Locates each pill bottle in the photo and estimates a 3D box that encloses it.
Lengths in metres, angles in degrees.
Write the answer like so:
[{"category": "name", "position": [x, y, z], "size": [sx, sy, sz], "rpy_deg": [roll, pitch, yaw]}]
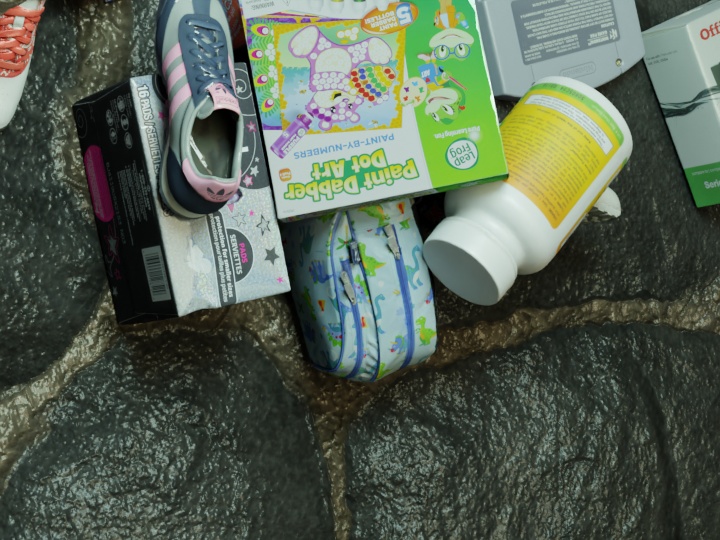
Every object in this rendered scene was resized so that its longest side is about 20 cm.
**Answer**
[{"category": "pill bottle", "position": [0.144, -0.068, 1.536], "size": [0.111, 0.111, 0.200], "rpy_deg": [49, 64, -19]}]

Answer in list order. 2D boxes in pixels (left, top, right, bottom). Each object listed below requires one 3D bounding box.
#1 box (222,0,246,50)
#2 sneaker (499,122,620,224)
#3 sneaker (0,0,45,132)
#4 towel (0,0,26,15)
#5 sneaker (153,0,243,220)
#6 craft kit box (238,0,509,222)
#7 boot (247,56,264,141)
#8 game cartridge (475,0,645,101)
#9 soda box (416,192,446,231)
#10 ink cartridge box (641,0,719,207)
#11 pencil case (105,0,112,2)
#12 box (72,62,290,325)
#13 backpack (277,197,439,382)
[{"category": "box", "position": [-0.050, -0.279, 1.589], "size": [0.200, 0.095, 0.103], "rpy_deg": [-24, 98, -32]}, {"category": "sneaker", "position": [0.170, -0.096, 1.657], "size": [0.200, 0.076, 0.081], "rpy_deg": [16, 68, -32]}, {"category": "sneaker", "position": [-0.287, -0.216, 1.425], "size": [0.067, 0.108, 0.202], "rpy_deg": [11, 80, -31]}, {"category": "towel", "position": [-0.304, -0.285, 1.383], "size": [0.034, 0.132, 0.200], "rpy_deg": [5, 68, -44]}, {"category": "sneaker", "position": [-0.119, -0.145, 1.387], "size": [0.070, 0.082, 0.200], "rpy_deg": [0, 81, -30]}, {"category": "craft kit box", "position": [0.010, -0.155, 1.471], "size": [0.200, 0.049, 0.198], "rpy_deg": [-12, 88, 3]}, {"category": "boot", "position": [-0.018, -0.192, 1.576], "size": [0.069, 0.174, 0.200], "rpy_deg": [75, 24, -49]}, {"category": "game cartridge", "position": [0.202, -0.245, 1.779], "size": [0.200, 0.042, 0.133], "rpy_deg": [-18, 103, -32]}, {"category": "soda box", "position": [0.059, -0.111, 1.663], "size": [0.200, 0.063, 0.071], "rpy_deg": [47, 64, -20]}, {"category": "ink cartridge box", "position": [0.402, -0.189, 1.876], "size": [0.146, 0.083, 0.200], "rpy_deg": [-28, 100, -32]}, {"category": "pencil case", "position": [-0.235, -0.331, 1.481], "size": [0.085, 0.084, 0.200], "rpy_deg": [-14, 96, 3]}, {"category": "box", "position": [-0.151, -0.064, 1.484], "size": [0.115, 0.132, 0.200], "rpy_deg": [-13, 93, -31]}, {"category": "backpack", "position": [0.000, 0.000, 1.574], "size": [0.154, 0.163, 0.200], "rpy_deg": [-33, 110, -21]}]
